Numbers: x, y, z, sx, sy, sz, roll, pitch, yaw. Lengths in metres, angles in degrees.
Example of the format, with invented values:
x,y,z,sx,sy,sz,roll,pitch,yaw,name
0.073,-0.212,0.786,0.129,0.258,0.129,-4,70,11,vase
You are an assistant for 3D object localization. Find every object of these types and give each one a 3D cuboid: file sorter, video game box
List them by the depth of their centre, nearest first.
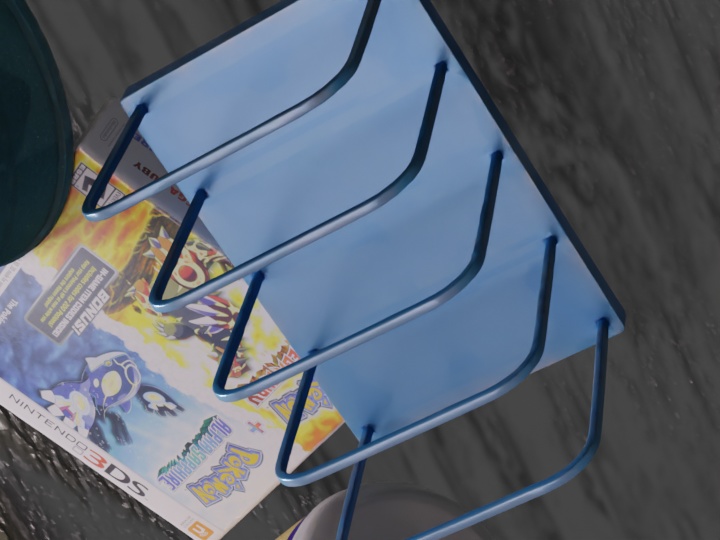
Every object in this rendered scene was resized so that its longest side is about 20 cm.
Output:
x,y,z,sx,sy,sz,roll,pitch,yaw,name
0.000,0.000,0.796,0.138,0.123,0.201,-26,112,21,file sorter
-0.097,0.034,0.961,0.182,0.047,0.200,34,136,-10,video game box

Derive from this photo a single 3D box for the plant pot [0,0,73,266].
x,y,z,sx,sy,sz,roll,pitch,yaw,name
-0.258,-0.044,0.835,0.199,0.188,0.201,18,128,24,plant pot

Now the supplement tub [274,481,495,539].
x,y,z,sx,sy,sz,roll,pitch,yaw,name
-0.020,0.211,1.011,0.145,0.146,0.200,38,135,-10,supplement tub
